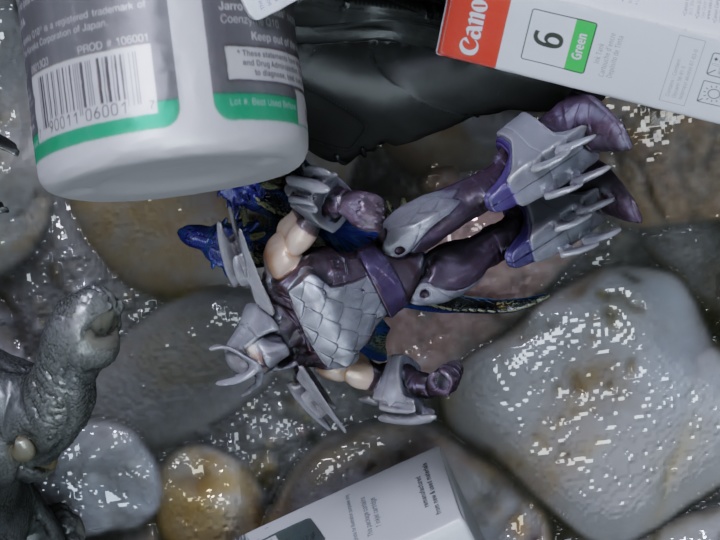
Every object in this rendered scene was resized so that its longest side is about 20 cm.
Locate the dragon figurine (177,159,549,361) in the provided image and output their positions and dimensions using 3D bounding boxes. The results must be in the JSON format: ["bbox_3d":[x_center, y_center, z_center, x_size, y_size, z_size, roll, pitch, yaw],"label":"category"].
[{"bbox_3d":[0.000,0.000,0.920,0.199,0.100,0.059,30,105,-18],"label":"dragon figurine"}]

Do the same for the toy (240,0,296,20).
[{"bbox_3d":[0.018,-0.196,0.764,0.199,0.047,0.116,-28,110,-1],"label":"toy"}]

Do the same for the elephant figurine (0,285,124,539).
[{"bbox_3d":[-0.187,0.088,0.915,0.154,0.142,0.201,-15,120,-18],"label":"elephant figurine"}]

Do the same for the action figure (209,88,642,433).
[{"bbox_3d":[0.023,-0.004,0.851,0.199,0.069,0.131,-30,130,-7],"label":"action figure"}]

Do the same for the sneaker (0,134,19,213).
[{"bbox_3d":[-0.254,-0.059,0.840,0.199,0.104,0.060,4,110,-31],"label":"sneaker"}]

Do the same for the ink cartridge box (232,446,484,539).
[{"bbox_3d":[-0.017,0.202,0.985,0.199,0.084,0.147,-25,112,3],"label":"ink cartridge box"}]

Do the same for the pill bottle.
[{"bbox_3d":[-0.086,-0.135,0.807,0.112,0.113,0.202,-6,85,-6],"label":"pill bottle"}]

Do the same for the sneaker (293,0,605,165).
[{"bbox_3d":[0.014,-0.091,0.909,0.198,0.076,0.091,9,116,-2],"label":"sneaker"}]

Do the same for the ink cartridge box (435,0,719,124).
[{"bbox_3d":[0.078,-0.136,0.860,0.198,0.109,0.051,13,138,3],"label":"ink cartridge box"}]
